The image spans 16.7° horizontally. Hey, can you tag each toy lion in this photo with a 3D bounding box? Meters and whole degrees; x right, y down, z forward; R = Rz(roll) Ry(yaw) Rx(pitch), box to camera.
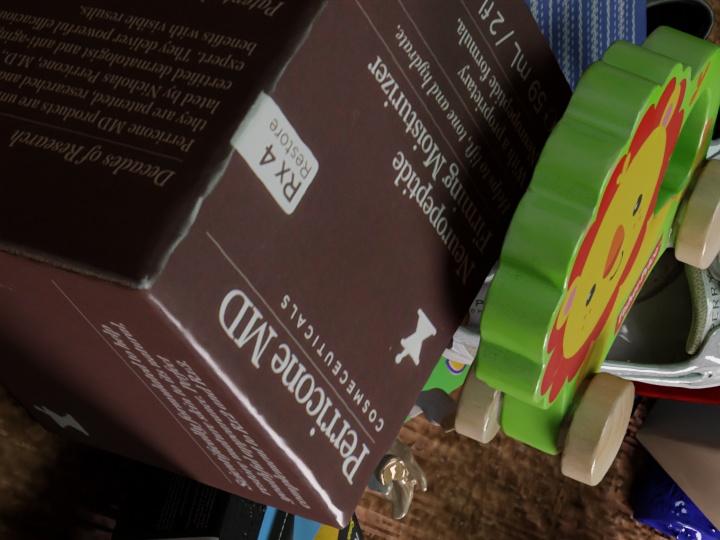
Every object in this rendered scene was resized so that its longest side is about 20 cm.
[{"bbox_3d":[0.098,-0.022,0.976,0.200,0.068,0.192,-58,162,-33],"label":"toy lion"}]

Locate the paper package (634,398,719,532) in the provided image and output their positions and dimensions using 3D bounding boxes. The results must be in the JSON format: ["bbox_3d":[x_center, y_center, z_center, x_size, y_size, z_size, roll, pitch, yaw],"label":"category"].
[{"bbox_3d":[0.280,0.110,1.303,0.191,0.199,0.104,48,65,-36],"label":"paper package"}]

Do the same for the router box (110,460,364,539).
[{"bbox_3d":[-0.052,0.136,1.002,0.201,0.051,0.150,-76,156,-47],"label":"router box"}]

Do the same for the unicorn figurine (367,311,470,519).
[{"bbox_3d":[0.000,0.000,1.055,0.074,0.137,0.201,-1,124,-32],"label":"unicorn figurine"}]

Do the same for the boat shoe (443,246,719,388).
[{"bbox_3d":[0.127,0.017,1.110,0.065,0.201,0.075,-156,-112,-84],"label":"boat shoe"}]

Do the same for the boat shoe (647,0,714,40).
[{"bbox_3d":[0.099,-0.099,1.186,0.200,0.057,0.067,-34,126,-42],"label":"boat shoe"}]

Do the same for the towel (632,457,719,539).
[{"bbox_3d":[0.235,0.075,1.424,0.148,0.049,0.201,31,76,-53],"label":"towel"}]

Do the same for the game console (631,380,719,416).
[{"bbox_3d":[0.199,0.008,1.264,0.200,0.118,0.173,-57,158,-23],"label":"game console"}]

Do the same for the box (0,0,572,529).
[{"bbox_3d":[-0.052,-0.045,0.918,0.201,0.164,0.166,-60,141,-21],"label":"box"}]

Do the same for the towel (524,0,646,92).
[{"bbox_3d":[0.090,-0.109,1.072,0.200,0.024,0.146,-53,144,-54],"label":"towel"}]

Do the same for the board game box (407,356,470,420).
[{"bbox_3d":[0.066,-0.008,1.198,0.200,0.030,0.096,-33,125,-46],"label":"board game box"}]

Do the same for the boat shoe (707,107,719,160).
[{"bbox_3d":[0.147,-0.057,1.180,0.200,0.070,0.072,-29,124,-19],"label":"boat shoe"}]
